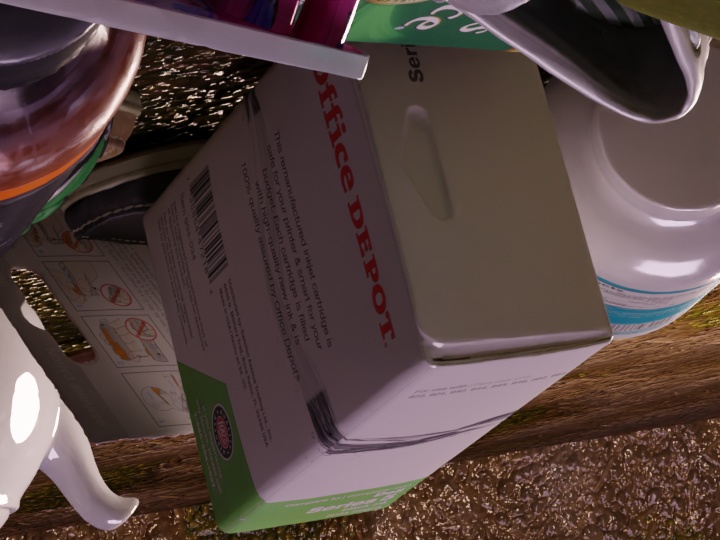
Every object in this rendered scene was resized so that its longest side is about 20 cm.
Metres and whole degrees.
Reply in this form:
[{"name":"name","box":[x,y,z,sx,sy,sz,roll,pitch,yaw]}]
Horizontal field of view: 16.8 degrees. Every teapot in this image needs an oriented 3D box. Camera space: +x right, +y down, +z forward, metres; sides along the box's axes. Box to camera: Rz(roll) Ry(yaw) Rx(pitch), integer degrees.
[{"name":"teapot","box":[-0.253,0.100,1.310,0.199,0.147,0.197,-13,170,19]}]

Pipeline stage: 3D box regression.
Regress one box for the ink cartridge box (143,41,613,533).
[{"name":"ink cartridge box","box":[0.000,0.000,0.942,0.084,0.146,0.200,-5,160,-29]}]

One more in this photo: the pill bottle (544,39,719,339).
[{"name":"pill bottle","box":[0.120,-0.039,1.040,0.110,0.111,0.200,-10,170,-6]}]

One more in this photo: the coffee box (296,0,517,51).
[{"name":"coffee box","box":[0.025,-0.107,0.737,0.199,0.044,0.123,-2,166,-44]}]

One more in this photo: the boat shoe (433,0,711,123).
[{"name":"boat shoe","box":[0.037,-0.097,0.606,0.073,0.067,0.200,-19,151,37]}]

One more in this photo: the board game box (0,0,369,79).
[{"name":"board game box","box":[-0.122,-0.087,0.436,0.199,0.026,0.200,24,-171,29]}]

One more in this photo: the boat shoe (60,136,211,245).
[{"name":"boat shoe","box":[-0.042,-0.020,1.091,0.200,0.066,0.072,-3,167,-41]}]

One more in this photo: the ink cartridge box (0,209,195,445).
[{"name":"ink cartridge box","box":[-0.082,0.032,1.093,0.199,0.161,0.050,-4,133,-41]}]

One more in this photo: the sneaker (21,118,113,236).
[{"name":"sneaker","box":[-0.177,-0.042,0.785,0.199,0.078,0.085,-10,170,-4]}]

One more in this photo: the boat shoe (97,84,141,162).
[{"name":"boat shoe","box":[-0.171,-0.026,0.922,0.200,0.063,0.073,-14,170,17]}]

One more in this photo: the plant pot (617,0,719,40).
[{"name":"plant pot","box":[0.151,-0.111,0.548,0.199,0.188,0.187,1,178,32]}]

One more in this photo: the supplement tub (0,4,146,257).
[{"name":"supplement tub","box":[-0.118,-0.060,0.661,0.107,0.107,0.200,-7,170,-21]}]

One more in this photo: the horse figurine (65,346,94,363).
[{"name":"horse figurine","box":[-0.109,0.058,1.483,0.132,0.050,0.200,12,170,-23]}]
